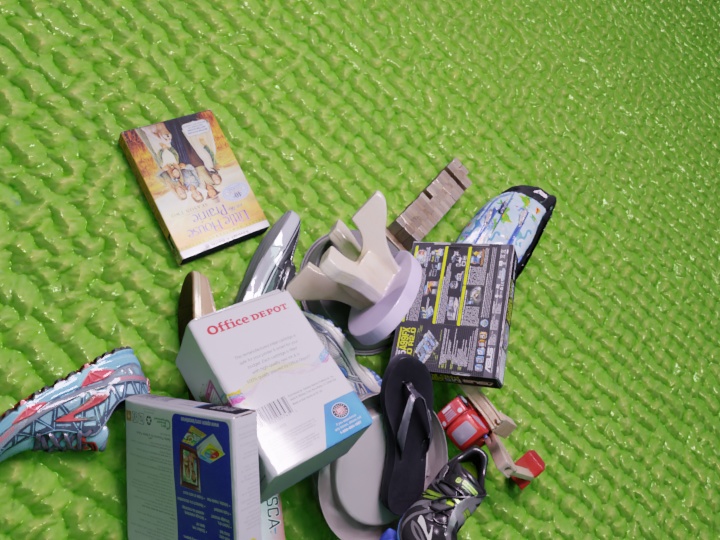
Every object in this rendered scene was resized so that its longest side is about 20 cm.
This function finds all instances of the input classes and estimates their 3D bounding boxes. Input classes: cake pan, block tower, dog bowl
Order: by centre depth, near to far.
[{"bbox_3d":[0.021,0.256,0.847,0.196,0.058,0.205,-1,92,-30],"label":"dog bowl"},{"bbox_3d":[0.003,0.025,0.977,0.196,0.037,0.205,11,65,-24],"label":"cake pan"},{"bbox_3d":[0.115,-0.108,1.077,0.054,0.058,0.200,45,58,-3],"label":"block tower"}]

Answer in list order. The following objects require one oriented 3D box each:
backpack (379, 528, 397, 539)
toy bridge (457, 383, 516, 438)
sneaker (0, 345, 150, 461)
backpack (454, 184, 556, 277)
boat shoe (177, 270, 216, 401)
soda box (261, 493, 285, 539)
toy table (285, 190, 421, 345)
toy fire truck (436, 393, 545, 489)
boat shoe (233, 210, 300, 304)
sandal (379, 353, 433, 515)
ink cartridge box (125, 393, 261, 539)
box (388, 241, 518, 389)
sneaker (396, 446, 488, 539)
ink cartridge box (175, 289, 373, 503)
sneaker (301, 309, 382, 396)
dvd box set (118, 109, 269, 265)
[{"bbox_3d":[0.049,0.435,0.760,0.160,0.168,0.203,27,97,-13],"label":"backpack"},{"bbox_3d":[0.157,0.153,0.938,0.067,0.027,0.201,34,18,-35],"label":"toy bridge"},{"bbox_3d":[-0.327,0.170,0.724,0.199,0.079,0.096,-33,89,-33],"label":"sneaker"},{"bbox_3d":[0.217,-0.034,1.053,0.151,0.163,0.203,24,67,-7],"label":"backpack"},{"bbox_3d":[-0.193,0.101,0.831,0.063,0.071,0.205,-3,81,-33],"label":"boat shoe"},{"bbox_3d":[-0.135,0.293,0.782,0.067,0.063,0.204,0,70,-27],"label":"soda box"},{"bbox_3d":[0.000,0.000,0.855,0.117,0.200,0.184,42,93,-12],"label":"toy table"},{"bbox_3d":[0.191,0.250,0.929,0.142,0.049,0.199,53,14,25],"label":"toy fire truck"},{"bbox_3d":[-0.123,0.013,0.906,0.070,0.072,0.203,31,69,-22],"label":"boat shoe"},{"bbox_3d":[0.066,0.208,0.814,0.075,0.043,0.205,-1,91,-29],"label":"sandal"},{"bbox_3d":[-0.183,0.244,0.687,0.047,0.195,0.205,-4,91,-52],"label":"ink cartridge box"},{"bbox_3d":[0.136,0.058,0.923,0.044,0.157,0.204,50,47,-55],"label":"box"},{"bbox_3d":[0.105,0.281,0.778,0.070,0.084,0.199,33,33,14],"label":"sneaker"},{"bbox_3d":[-0.103,0.138,0.743,0.143,0.085,0.201,-17,63,-40],"label":"ink cartridge box"},{"bbox_3d":[-0.043,0.141,0.886,0.200,0.077,0.085,46,61,-3],"label":"sneaker"},{"bbox_3d":[-0.236,-0.123,0.917,0.145,0.029,0.203,-23,81,-32],"label":"dvd box set"}]
